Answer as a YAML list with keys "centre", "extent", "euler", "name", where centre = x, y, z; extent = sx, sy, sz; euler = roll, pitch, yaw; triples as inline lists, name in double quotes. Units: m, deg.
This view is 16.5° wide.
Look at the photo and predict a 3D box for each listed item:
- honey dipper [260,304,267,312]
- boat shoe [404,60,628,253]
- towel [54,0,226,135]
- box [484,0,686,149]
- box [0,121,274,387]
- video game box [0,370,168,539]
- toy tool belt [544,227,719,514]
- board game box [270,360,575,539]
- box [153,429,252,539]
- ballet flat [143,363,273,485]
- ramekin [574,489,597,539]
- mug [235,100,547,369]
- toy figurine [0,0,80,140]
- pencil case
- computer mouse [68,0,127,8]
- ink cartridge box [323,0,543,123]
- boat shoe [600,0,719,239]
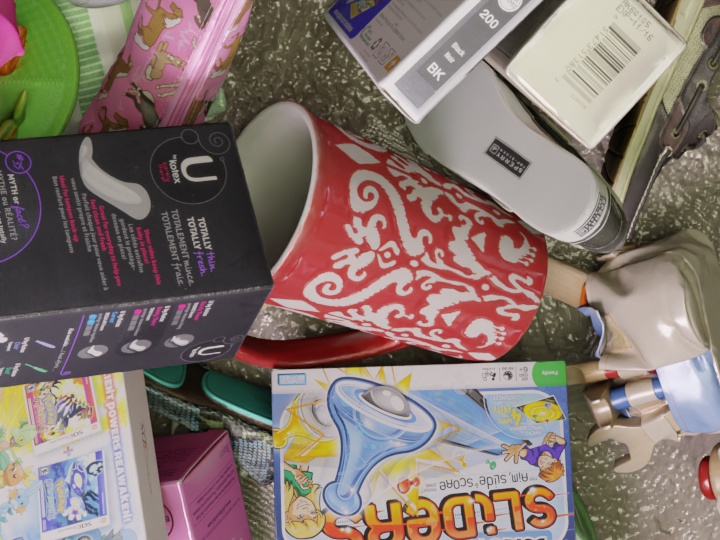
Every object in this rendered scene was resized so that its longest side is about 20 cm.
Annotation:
- centre: [-0.159, 0.013, 1.665]
  extent: [0.200, 0.038, 0.038]
  euler: [-1, 104, -22]
  name: "honey dipper"
- centre: [0.101, -0.074, 1.643]
  extent: [0.071, 0.200, 0.064]
  euler: [-49, 141, 8]
  name: "boat shoe"
- centre: [-0.203, -0.150, 1.654]
  extent: [0.200, 0.023, 0.153]
  euler: [-16, 104, -3]
  name: "towel"
- centre: [0.131, -0.151, 1.601]
  extent: [0.078, 0.200, 0.095]
  euler: [41, 96, -14]
  name: "box"
- centre: [-0.170, -0.008, 1.519]
  extent: [0.200, 0.106, 0.122]
  euler: [-6, 65, -20]
  name: "box"
- centre: [-0.220, 0.138, 1.599]
  extent: [0.182, 0.200, 0.047]
  euler: [-20, 148, 15]
  name: "video game box"
- centre: [0.202, 0.076, 1.722]
  extent: [0.123, 0.125, 0.200]
  euler: [-10, 103, 28]
  name: "toy tool belt"
- centre: [0.041, 0.132, 1.661]
  extent: [0.200, 0.034, 0.136]
  euler: [-2, 73, -1]
  name: "board game box"
- centre: [-0.164, 0.223, 1.679]
  extent: [0.176, 0.097, 0.200]
  euler: [-6, 106, 19]
  name: "box"
- centre: [-0.128, 0.090, 1.701]
  extent: [0.200, 0.074, 0.074]
  euler: [29, 98, -9]
  name: "ballet flat"
- centre: [0.078, 0.226, 1.738]
  extent: [0.200, 0.098, 0.200]
  euler: [-2, 103, -7]
  name: "ramekin"
- centre: [0.002, -0.011, 1.655]
  extent: [0.200, 0.177, 0.134]
  euler: [19, 61, -30]
  name: "mug"
- centre: [-0.264, -0.114, 1.525]
  extent: [0.150, 0.184, 0.200]
  euler: [22, 84, 1]
  name: "toy figurine"
- centre: [-0.110, -0.149, 1.584]
  extent: [0.083, 0.087, 0.200]
  euler: [34, 115, 13]
  name: "pencil case"
- centre: [-0.144, -0.235, 1.559]
  extent: [0.110, 0.044, 0.200]
  euler: [-21, 144, -28]
  name: "computer mouse"
- centre: [0.074, -0.198, 1.586]
  extent: [0.200, 0.198, 0.043]
  euler: [-45, 111, 6]
  name: "ink cartridge box"
- centre: [0.215, -0.111, 1.688]
  extent: [0.066, 0.072, 0.201]
  euler: [17, 96, -5]
  name: "boat shoe"
